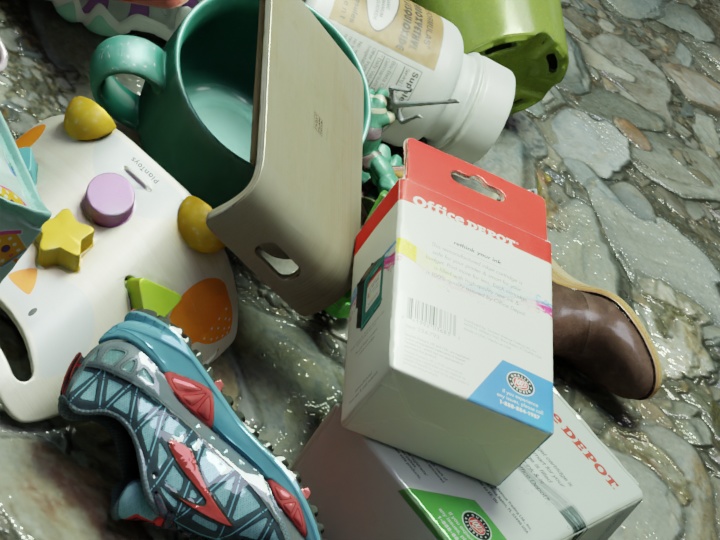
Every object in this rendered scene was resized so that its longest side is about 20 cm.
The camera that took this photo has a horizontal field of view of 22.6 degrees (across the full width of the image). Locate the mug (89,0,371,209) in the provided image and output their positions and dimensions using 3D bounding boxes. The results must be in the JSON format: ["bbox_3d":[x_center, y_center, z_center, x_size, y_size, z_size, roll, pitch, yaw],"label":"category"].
[{"bbox_3d":[-0.095,-0.119,1.292,0.185,0.114,0.152,41,54,-6],"label":"mug"}]

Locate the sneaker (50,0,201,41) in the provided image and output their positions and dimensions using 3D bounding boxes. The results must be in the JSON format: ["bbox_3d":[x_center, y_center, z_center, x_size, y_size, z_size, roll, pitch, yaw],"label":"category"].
[{"bbox_3d":[-0.149,-0.246,1.406,0.198,0.140,0.078,14,38,-33],"label":"sneaker"}]

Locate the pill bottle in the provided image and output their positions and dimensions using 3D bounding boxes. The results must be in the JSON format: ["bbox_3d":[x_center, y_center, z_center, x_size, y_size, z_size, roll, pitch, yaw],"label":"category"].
[{"bbox_3d":[0.024,-0.169,1.500,0.199,0.115,0.115,25,33,-19],"label":"pill bottle"}]

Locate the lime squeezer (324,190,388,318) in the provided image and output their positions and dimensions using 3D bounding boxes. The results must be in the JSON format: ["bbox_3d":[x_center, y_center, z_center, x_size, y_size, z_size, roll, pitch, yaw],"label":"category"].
[{"bbox_3d":[0.000,0.000,1.273,0.038,0.070,0.200,52,-8,10],"label":"lime squeezer"}]

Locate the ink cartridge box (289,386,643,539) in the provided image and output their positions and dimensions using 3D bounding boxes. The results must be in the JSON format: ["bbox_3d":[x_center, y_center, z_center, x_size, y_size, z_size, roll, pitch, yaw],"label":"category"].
[{"bbox_3d":[0.070,0.142,1.164,0.199,0.083,0.147,-14,56,-50],"label":"ink cartridge box"}]

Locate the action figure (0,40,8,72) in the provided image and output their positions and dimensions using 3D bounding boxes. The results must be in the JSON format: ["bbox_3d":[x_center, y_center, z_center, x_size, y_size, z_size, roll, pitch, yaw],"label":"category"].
[{"bbox_3d":[-0.267,-0.254,1.257,0.148,0.201,0.134,22,-26,38],"label":"action figure"}]

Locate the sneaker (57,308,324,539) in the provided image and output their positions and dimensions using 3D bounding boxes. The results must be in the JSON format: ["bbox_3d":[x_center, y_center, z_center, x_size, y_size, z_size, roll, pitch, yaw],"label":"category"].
[{"bbox_3d":[-0.102,0.126,1.051,0.095,0.079,0.200,-38,87,-24],"label":"sneaker"}]

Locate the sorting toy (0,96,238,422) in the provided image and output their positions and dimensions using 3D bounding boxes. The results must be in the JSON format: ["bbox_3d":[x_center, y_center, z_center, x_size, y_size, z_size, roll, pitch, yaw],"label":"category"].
[{"bbox_3d":[-0.191,0.004,1.108,0.200,0.107,0.180,41,51,7],"label":"sorting toy"}]

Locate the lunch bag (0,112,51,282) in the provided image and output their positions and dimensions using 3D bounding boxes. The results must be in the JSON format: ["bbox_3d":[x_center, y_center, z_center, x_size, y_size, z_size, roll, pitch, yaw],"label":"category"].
[{"bbox_3d":[-0.282,-0.049,0.991,0.121,0.171,0.201,8,40,-49],"label":"lunch bag"}]

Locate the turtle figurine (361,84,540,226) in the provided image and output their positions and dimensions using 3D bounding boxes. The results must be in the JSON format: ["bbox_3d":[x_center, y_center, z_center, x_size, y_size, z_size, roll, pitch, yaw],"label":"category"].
[{"bbox_3d":[0.035,-0.068,1.340,0.150,0.101,0.199,42,-12,-28],"label":"turtle figurine"}]

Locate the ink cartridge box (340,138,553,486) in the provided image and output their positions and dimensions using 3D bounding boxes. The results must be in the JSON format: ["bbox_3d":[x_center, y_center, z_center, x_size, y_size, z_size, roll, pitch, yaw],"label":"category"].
[{"bbox_3d":[0.057,0.022,1.138,0.115,0.067,0.201,23,44,-18],"label":"ink cartridge box"}]

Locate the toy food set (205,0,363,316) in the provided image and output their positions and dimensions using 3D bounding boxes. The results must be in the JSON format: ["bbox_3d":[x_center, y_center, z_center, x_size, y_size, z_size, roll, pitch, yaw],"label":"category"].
[{"bbox_3d":[-0.054,-0.090,1.168,0.144,0.060,0.202,46,39,-54],"label":"toy food set"}]

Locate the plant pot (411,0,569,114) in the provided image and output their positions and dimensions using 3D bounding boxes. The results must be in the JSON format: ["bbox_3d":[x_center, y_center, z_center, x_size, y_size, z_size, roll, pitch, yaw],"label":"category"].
[{"bbox_3d":[0.107,-0.248,1.646,0.199,0.200,0.192,10,53,-35],"label":"plant pot"}]

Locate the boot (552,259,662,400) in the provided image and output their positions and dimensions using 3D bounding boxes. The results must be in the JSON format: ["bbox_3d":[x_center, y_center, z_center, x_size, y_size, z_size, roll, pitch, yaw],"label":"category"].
[{"bbox_3d":[0.121,0.052,1.372,0.200,0.073,0.166,45,45,12],"label":"boot"}]

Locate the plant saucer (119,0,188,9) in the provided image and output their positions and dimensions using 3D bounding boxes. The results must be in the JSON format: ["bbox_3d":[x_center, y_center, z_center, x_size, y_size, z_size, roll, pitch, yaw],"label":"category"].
[{"bbox_3d":[-0.150,-0.276,1.345,0.198,0.037,0.200,15,49,37],"label":"plant saucer"}]
